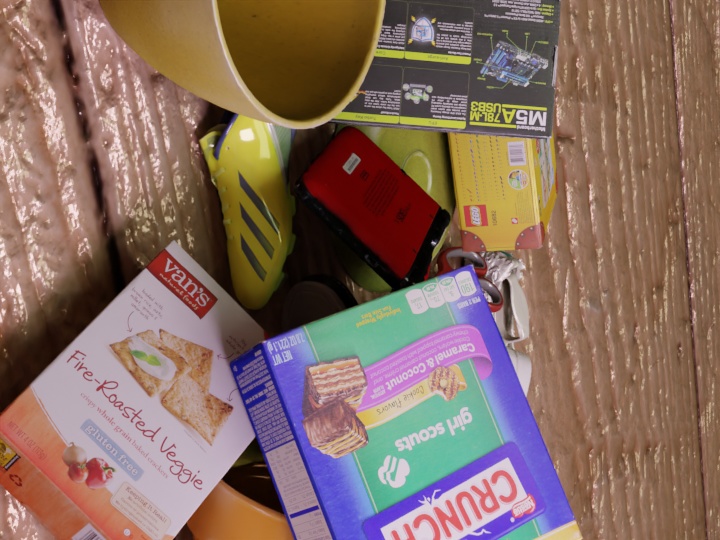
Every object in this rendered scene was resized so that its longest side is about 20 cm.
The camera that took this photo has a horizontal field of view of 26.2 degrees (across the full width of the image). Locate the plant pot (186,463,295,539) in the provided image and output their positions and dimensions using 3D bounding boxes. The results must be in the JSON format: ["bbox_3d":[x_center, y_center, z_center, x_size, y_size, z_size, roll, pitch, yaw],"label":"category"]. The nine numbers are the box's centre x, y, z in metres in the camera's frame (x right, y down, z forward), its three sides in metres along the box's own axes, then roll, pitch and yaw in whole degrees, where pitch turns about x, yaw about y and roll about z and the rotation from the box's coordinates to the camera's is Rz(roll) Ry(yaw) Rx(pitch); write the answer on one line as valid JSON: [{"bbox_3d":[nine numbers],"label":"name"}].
[{"bbox_3d":[-0.047,0.232,1.163,0.200,0.199,0.185,-10,120,-56],"label":"plant pot"}]

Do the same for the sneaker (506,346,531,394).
[{"bbox_3d":[0.072,0.137,1.289,0.115,0.074,0.202,28,55,-23],"label":"sneaker"}]

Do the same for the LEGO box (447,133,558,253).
[{"bbox_3d":[0.129,-0.138,1.420,0.149,0.076,0.202,-62,147,-62],"label":"LEGO box"}]

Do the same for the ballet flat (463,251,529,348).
[{"bbox_3d":[0.134,0.074,1.517,0.072,0.071,0.202,-27,118,-53],"label":"ballet flat"}]

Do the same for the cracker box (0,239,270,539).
[{"bbox_3d":[-0.143,0.092,1.030,0.134,0.058,0.200,44,48,-6],"label":"cracker box"}]

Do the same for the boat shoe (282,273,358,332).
[{"bbox_3d":[-0.009,0.068,1.282,0.061,0.073,0.201,-57,142,-34],"label":"boat shoe"}]

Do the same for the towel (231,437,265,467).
[{"bbox_3d":[-0.069,0.109,1.158,0.199,0.086,0.018,-3,126,-46],"label":"towel"}]

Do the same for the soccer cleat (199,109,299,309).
[{"bbox_3d":[-0.087,-0.072,1.163,0.083,0.065,0.202,2,99,-28],"label":"soccer cleat"}]

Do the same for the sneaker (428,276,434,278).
[{"bbox_3d":[0.054,0.101,1.402,0.075,0.088,0.202,23,52,-26],"label":"sneaker"}]

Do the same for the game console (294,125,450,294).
[{"bbox_3d":[0.000,0.000,1.213,0.172,0.119,0.200,43,19,-5],"label":"game console"}]

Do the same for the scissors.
[{"bbox_3d":[0.064,0.014,1.399,0.199,0.014,0.074,-7,61,-51],"label":"scissors"}]

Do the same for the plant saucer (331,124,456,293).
[{"bbox_3d":[0.038,-0.079,1.369,0.199,0.031,0.202,-17,110,-56],"label":"plant saucer"}]

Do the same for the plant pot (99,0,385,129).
[{"bbox_3d":[-0.092,-0.199,1.038,0.199,0.141,0.202,-14,107,-55],"label":"plant pot"}]

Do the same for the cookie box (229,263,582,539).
[{"bbox_3d":[0.030,0.121,1.035,0.170,0.075,0.202,-19,84,-25],"label":"cookie box"}]

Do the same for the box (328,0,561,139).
[{"bbox_3d":[0.067,-0.210,1.268,0.198,0.047,0.195,2,96,-14],"label":"box"}]
